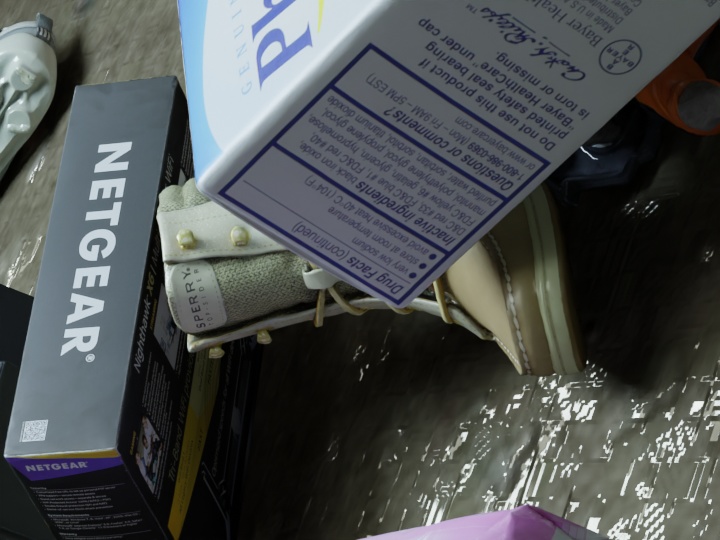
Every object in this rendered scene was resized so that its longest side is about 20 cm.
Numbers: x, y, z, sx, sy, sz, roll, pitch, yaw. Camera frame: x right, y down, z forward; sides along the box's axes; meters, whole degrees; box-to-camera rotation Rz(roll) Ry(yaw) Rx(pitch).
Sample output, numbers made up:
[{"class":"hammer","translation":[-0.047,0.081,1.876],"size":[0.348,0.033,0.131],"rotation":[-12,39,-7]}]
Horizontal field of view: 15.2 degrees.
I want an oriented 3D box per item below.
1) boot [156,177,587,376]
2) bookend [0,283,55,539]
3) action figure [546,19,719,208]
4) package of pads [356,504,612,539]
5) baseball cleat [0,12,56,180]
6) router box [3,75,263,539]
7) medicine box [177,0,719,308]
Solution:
[{"class":"boot","translation":[0.000,0.000,1.074],"size":[0.200,0.154,0.072],"rotation":[-117,16,-63]},{"class":"bookend","translation":[-0.175,0.084,1.324],"size":[0.200,0.092,0.200],"rotation":[-41,32,55]},{"class":"action figure","translation":[0.117,-0.128,1.053],"size":[0.193,0.104,0.201],"rotation":[9,76,51]},{"class":"package of pads","translation":[0.012,0.161,0.989],"size":[0.200,0.075,0.121],"rotation":[-19,48,53]},{"class":"baseball cleat","translation":[-0.248,-0.075,1.687],"size":[0.200,0.070,0.107],"rotation":[-45,18,21]},{"class":"router box","translation":[-0.093,0.041,1.199],"size":[0.052,0.158,0.201],"rotation":[-5,52,14]},{"class":"medicine box","translation":[0.031,-0.124,0.996],"size":[0.200,0.103,0.183],"rotation":[-42,34,26]}]
